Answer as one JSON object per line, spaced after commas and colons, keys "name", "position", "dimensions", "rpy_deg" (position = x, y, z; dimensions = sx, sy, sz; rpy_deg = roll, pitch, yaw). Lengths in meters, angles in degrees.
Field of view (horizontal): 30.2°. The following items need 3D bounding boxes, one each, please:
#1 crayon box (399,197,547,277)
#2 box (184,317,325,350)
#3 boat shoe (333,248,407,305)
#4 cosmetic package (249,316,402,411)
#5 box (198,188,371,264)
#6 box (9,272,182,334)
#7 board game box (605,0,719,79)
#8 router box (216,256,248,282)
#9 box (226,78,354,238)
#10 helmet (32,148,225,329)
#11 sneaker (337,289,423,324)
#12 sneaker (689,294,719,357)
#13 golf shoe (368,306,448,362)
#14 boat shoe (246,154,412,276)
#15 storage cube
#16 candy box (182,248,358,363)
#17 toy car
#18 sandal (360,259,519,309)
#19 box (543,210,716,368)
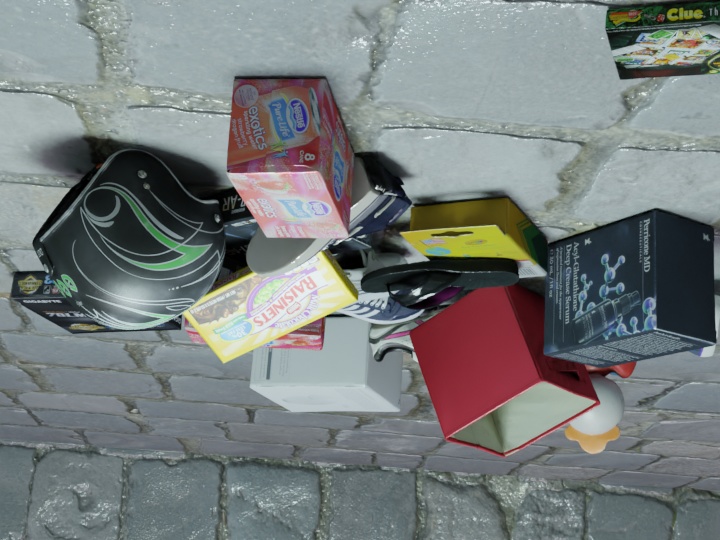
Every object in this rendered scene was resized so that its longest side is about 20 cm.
{"name": "crayon box", "position": [0.143, -0.040, 1.636], "dimensions": [0.127, 0.051, 0.200], "rpy_deg": [-4, 162, 23]}
{"name": "box", "position": [-0.150, 0.057, 1.943], "dimensions": [0.200, 0.096, 0.100], "rpy_deg": [3, 164, 1]}
{"name": "boat shoe", "position": [0.000, 0.000, 1.725], "dimensions": [0.074, 0.067, 0.200], "rpy_deg": [18, -154, 31]}
{"name": "cosmetic package", "position": [-0.051, 0.157, 2.209], "dimensions": [0.200, 0.123, 0.199], "rpy_deg": [0, 163, 18]}
{"name": "box", "position": [-0.110, -0.056, 1.649], "dimensions": [0.200, 0.044, 0.160], "rpy_deg": [-10, 158, 37]}
{"name": "box", "position": [-0.404, 0.050, 2.062], "dimensions": [0.200, 0.050, 0.199], "rpy_deg": [-2, 163, 16]}
{"name": "board game box", "position": [0.314, -0.197, 1.127], "dimensions": [0.200, 0.023, 0.105], "rpy_deg": [-1, 161, 17]}
{"name": "router box", "position": [-0.219, 0.002, 1.758], "dimensions": [0.200, 0.052, 0.157], "rpy_deg": [12, 172, 44]}
{"name": "box", "position": [-0.068, -0.109, 1.363], "dimensions": [0.095, 0.103, 0.200], "rpy_deg": [1, 162, 9]}
{"name": "helmet", "position": [-0.255, -0.028, 1.529], "dimensions": [0.191, 0.200, 0.200], "rpy_deg": [42, 150, -16]}
{"name": "sneaker", "position": [0.002, 0.025, 1.849], "dimensions": [0.200, 0.070, 0.109], "rpy_deg": [9, 165, -7]}
{"name": "sneaker", "position": [0.435, 0.066, 1.898], "dimensions": [0.146, 0.081, 0.200], "rpy_deg": [8, 168, 13]}
{"name": "golf shoe", "position": [0.113, 0.103, 2.050], "dimensions": [0.200, 0.092, 0.073], "rpy_deg": [-1, 161, 11]}
{"name": "boat shoe", "position": [-0.032, -0.049, 1.519], "dimensions": [0.200, 0.075, 0.093], "rpy_deg": [-33, 150, 25]}
{"name": "storage cube", "position": [0.207, 0.139, 1.909], "dimensions": [0.200, 0.180, 0.171], "rpy_deg": [-35, 146, 25]}
{"name": "candy box", "position": [-0.113, 0.036, 1.638], "dimensions": [0.200, 0.026, 0.102], "rpy_deg": [-26, 122, 18]}
{"name": "toy car", "position": [0.344, 0.184, 2.077], "dimensions": [0.177, 0.200, 0.184], "rpy_deg": [-2, 162, 17]}
{"name": "sandal", "position": [0.096, 0.019, 1.652], "dimensions": [0.200, 0.048, 0.075], "rpy_deg": [-4, 160, 12]}
{"name": "box", "position": [0.331, 0.028, 1.653], "dimensions": [0.107, 0.149, 0.200], "rpy_deg": [14, 160, -32]}
